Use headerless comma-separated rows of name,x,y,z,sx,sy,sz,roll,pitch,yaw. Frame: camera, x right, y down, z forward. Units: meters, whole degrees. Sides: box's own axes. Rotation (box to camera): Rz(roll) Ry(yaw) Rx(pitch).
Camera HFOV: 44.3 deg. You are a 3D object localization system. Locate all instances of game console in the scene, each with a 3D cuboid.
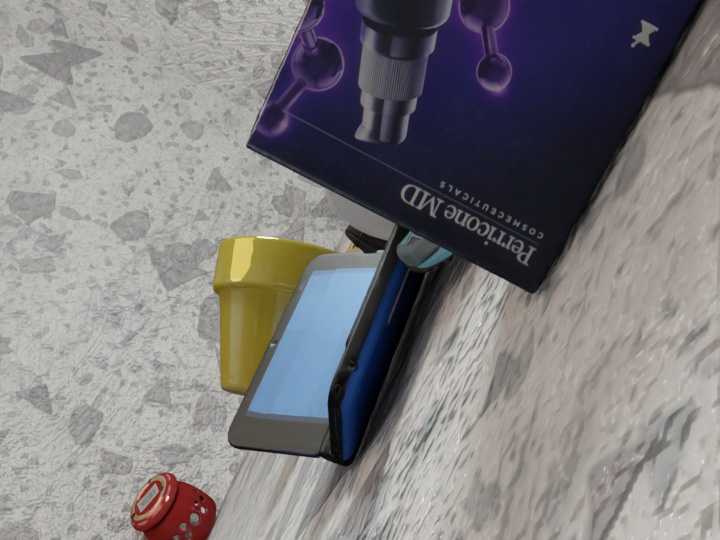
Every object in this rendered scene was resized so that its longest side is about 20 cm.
game console,-0.026,0.035,0.689,0.171,0.117,0.201,89,-160,-57

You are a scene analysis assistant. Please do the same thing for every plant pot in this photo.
plant pot,-0.103,0.073,1.159,0.201,0.198,0.191,132,148,-77
plant pot,-0.538,0.692,2.514,0.199,0.182,0.202,-31,34,23

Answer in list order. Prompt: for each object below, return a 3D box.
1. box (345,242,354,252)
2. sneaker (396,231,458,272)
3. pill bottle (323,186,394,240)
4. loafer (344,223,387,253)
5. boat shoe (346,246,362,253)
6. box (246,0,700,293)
box,-0.033,-0.006,1.858,0.165,0.021,0.200,-67,5,-33
sneaker,0.062,-0.096,0.580,0.201,0.095,0.079,-63,3,19
pill bottle,0.049,-0.140,0.894,0.201,0.115,0.117,-66,4,-27
loafer,0.034,-0.073,0.992,0.200,0.072,0.073,-70,6,-64
boat shoe,0.000,0.000,0.990,0.200,0.071,0.065,-124,59,-87
box,0.057,-0.116,0.403,0.104,0.147,0.202,-82,17,-76
